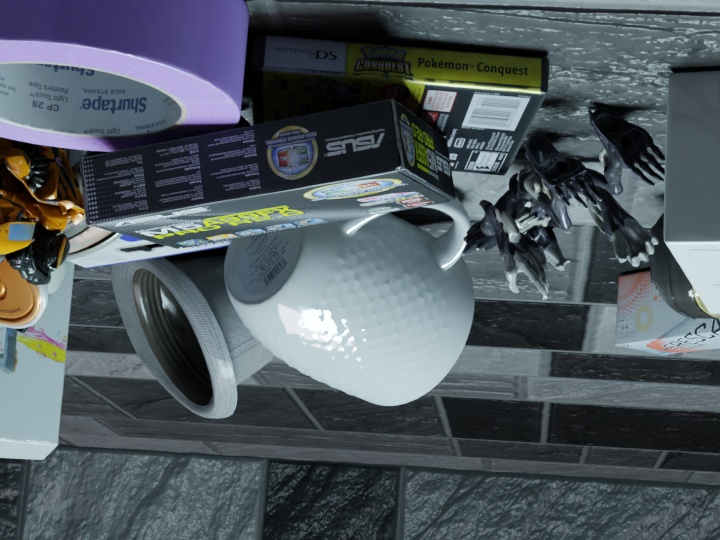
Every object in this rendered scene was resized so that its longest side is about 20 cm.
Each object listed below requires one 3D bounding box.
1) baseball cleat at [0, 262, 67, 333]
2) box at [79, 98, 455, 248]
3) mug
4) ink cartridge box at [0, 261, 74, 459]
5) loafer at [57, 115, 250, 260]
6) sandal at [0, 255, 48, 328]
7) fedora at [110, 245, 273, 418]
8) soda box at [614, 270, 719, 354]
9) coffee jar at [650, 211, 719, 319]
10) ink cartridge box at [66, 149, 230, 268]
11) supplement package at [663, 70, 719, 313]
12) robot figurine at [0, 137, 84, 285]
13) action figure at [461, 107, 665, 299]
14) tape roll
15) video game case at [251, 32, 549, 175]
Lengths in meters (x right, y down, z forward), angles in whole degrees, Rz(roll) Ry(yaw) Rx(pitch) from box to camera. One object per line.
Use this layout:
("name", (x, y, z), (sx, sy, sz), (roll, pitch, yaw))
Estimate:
("baseball cleat", (-0.301, -0.025, 1.296), (0.200, 0.107, 0.070), (41, 158, -32))
("box", (-0.053, -0.056, 1.107), (0.198, 0.045, 0.160), (-10, 174, 13))
("mug", (0.000, 0.000, 1.411), (0.200, 0.148, 0.175), (-38, 138, 25))
("ink cartridge box", (-0.345, 0.067, 1.630), (0.144, 0.202, 0.145), (7, 167, -13))
("loafer", (-0.168, -0.071, 1.239), (0.199, 0.072, 0.063), (-25, 137, 28))
("sandal", (-0.309, -0.023, 1.225), (0.206, 0.059, 0.079), (39, 129, 5))
("fedora", (-0.146, 0.044, 1.656), (0.090, 0.178, 0.200), (-26, -157, -25))
("soda box", (0.310, 0.030, 1.551), (0.063, 0.069, 0.200), (12, 166, -31))
("coffee jar", (0.323, -0.010, 1.337), (0.199, 0.086, 0.104), (-3, 168, 27))
("ink cartridge box", (-0.227, -0.053, 1.425), (0.197, 0.047, 0.199), (-8, 164, 38))
("supplement package", (0.265, -0.046, 1.140), (0.113, 0.110, 0.200), (0, 166, 18))
("robot figurine", (-0.243, -0.062, 1.147), (0.058, 0.146, 0.200), (-25, 171, 18))
("action figure", (0.140, -0.035, 1.234), (0.118, 0.103, 0.200), (-25, 169, -15))
("tape roll", (-0.166, -0.127, 1.023), (0.198, 0.066, 0.200), (4, 168, 1))
("video game case", (0.020, -0.105, 1.156), (0.179, 0.026, 0.200), (4, 168, -2))
